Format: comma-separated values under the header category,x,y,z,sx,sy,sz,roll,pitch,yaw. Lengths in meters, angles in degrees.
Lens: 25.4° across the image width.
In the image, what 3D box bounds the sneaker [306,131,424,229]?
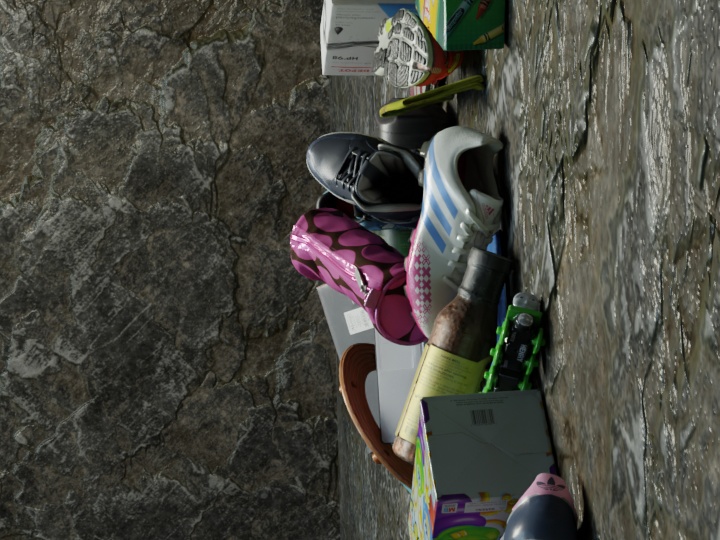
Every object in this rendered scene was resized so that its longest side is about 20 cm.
category,x,y,z,sx,sy,sz,roll,pitch,yaw
sneaker,0.007,-0.098,1.575,0.077,0.201,0.146,-64,-27,2

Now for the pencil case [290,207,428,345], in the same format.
category,x,y,z,sx,sy,sz,roll,pitch,yaw
pencil case,0.000,0.000,1.583,0.200,0.093,0.091,32,115,54

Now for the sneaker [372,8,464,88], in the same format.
category,x,y,z,sx,sy,sz,roll,pitch,yaw
sneaker,0.068,-0.226,1.634,0.200,0.084,0.078,-122,40,-74

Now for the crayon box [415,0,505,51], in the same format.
category,x,y,z,sx,sy,sz,roll,pitch,yaw
crayon box,0.090,-0.283,1.480,0.200,0.058,0.120,-106,14,-70

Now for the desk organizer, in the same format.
category,x,y,z,sx,sy,sz,roll,pitch,yaw
desk organizer,0.027,0.100,1.838,0.077,0.071,0.202,-13,-96,-54

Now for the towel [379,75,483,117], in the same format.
category,x,y,z,sx,sy,sz,roll,pitch,yaw
towel,0.070,-0.175,1.628,0.200,0.085,0.018,-148,38,-84

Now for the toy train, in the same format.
category,x,y,z,sx,sy,sz,roll,pitch,yaw
toy train,0.126,0.093,1.372,0.201,0.041,0.057,100,-175,-48

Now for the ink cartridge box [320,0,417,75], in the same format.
category,x,y,z,sx,sy,sz,roll,pitch,yaw
ink cartridge box,0.016,-0.277,1.807,0.200,0.115,0.067,102,166,-68

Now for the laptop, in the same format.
category,x,y,z,sx,sy,sz,roll,pitch,yaw
laptop,0.077,0.070,1.554,0.116,0.199,0.189,10,-105,-60

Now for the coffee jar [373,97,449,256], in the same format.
category,x,y,z,sx,sy,sz,roll,pitch,yaw
coffee jar,0.059,-0.090,1.793,0.104,0.085,0.202,-100,8,-69

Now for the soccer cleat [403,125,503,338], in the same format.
category,x,y,z,sx,sy,sz,roll,pitch,yaw
soccer cleat,0.090,-0.032,1.465,0.086,0.070,0.202,5,93,48

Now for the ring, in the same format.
category,x,y,z,sx,sy,sz,roll,pitch,yaw
ring,0.045,0.165,1.714,0.200,0.019,0.201,40,-153,-25

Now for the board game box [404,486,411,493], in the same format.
category,x,y,z,sx,sy,sz,roll,pitch,yaw
board game box,0.077,0.198,1.975,0.200,0.047,0.152,169,98,-85

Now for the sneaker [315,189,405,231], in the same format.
category,x,y,z,sx,sy,sz,roll,pitch,yaw
sneaker,0.034,-0.072,1.681,0.199,0.090,0.079,-12,89,43

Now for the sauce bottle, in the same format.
category,x,y,z,sx,sy,sz,roll,pitch,yaw
sauce bottle,0.088,0.080,1.436,0.066,0.066,0.201,-123,52,-80

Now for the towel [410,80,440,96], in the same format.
category,x,y,z,sx,sy,sz,roll,pitch,yaw
towel,0.078,-0.260,1.857,0.200,0.023,0.145,99,169,-59

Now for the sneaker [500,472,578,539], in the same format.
category,x,y,z,sx,sy,sz,roll,pitch,yaw
sneaker,0.139,0.231,1.259,0.200,0.070,0.083,101,-177,-59

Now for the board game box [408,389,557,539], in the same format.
category,x,y,z,sx,sy,sz,roll,pitch,yaw
board game box,0.101,0.205,1.371,0.201,0.104,0.104,92,172,-50
